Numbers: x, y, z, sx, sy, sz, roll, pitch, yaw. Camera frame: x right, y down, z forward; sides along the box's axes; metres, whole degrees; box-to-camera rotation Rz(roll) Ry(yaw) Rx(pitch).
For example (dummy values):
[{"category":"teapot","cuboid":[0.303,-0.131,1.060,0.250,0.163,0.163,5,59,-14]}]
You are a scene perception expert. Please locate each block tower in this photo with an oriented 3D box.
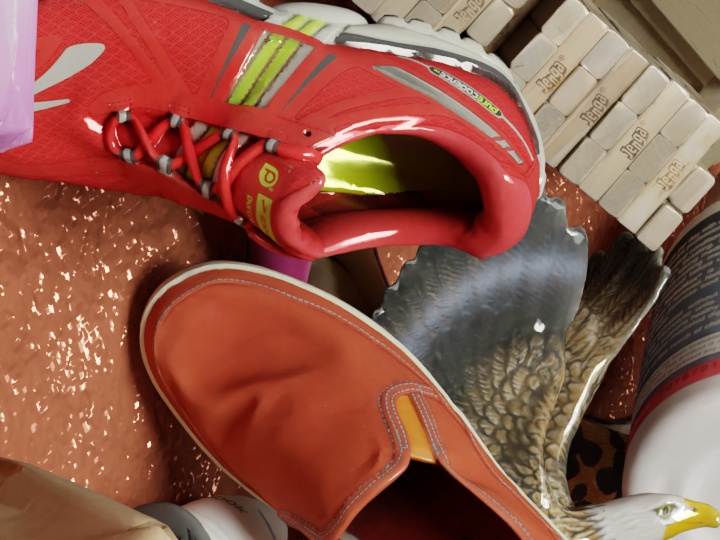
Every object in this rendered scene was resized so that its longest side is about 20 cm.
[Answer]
[{"category":"block tower","cuboid":[0.046,-0.093,1.008,0.200,0.058,0.054,38,100,-21]}]

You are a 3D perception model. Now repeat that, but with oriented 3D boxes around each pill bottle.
[{"category":"pill bottle","cuboid":[0.176,0.035,1.146,0.200,0.119,0.120,-73,147,-52]}]

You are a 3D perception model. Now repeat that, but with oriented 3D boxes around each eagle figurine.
[{"category":"eagle figurine","cuboid":[0.057,0.080,1.029,0.150,0.152,0.201,-5,81,-23]}]

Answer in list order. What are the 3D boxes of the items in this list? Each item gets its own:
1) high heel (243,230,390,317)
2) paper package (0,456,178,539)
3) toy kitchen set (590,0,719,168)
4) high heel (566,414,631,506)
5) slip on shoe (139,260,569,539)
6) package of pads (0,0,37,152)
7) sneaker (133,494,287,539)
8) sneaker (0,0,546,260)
[{"category":"high heel","cuboid":[0.000,0.000,0.985,0.200,0.096,0.068,59,45,-39]},{"category":"paper package","cuboid":[-0.108,0.193,0.803,0.191,0.103,0.201,-45,128,-31]},{"category":"toy kitchen set","cuboid":[0.150,-0.165,1.120,0.163,0.200,0.180,50,36,11]},{"category":"high heel","cuboid":[0.137,0.057,1.212,0.200,0.071,0.143,-54,135,-32]},{"category":"slip on shoe","cuboid":[0.003,0.068,0.923,0.074,0.200,0.061,-48,164,6]},{"category":"package of pads","cuboid":[-0.149,-0.131,0.778,0.120,0.075,0.201,-1,91,-57]},{"category":"sneaker","cuboid":[-0.037,0.171,0.961,0.087,0.074,0.201,-19,107,-59]},{"category":"sneaker","cuboid":[-0.037,-0.043,0.860,0.085,0.199,0.077,-101,-161,-51]}]
